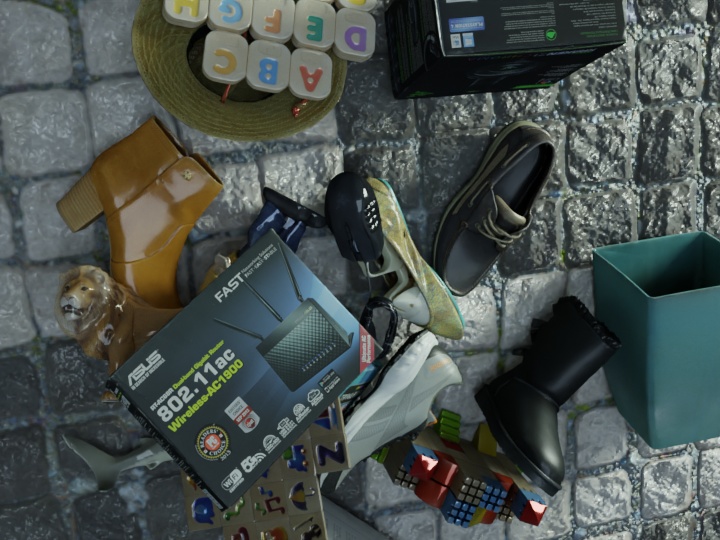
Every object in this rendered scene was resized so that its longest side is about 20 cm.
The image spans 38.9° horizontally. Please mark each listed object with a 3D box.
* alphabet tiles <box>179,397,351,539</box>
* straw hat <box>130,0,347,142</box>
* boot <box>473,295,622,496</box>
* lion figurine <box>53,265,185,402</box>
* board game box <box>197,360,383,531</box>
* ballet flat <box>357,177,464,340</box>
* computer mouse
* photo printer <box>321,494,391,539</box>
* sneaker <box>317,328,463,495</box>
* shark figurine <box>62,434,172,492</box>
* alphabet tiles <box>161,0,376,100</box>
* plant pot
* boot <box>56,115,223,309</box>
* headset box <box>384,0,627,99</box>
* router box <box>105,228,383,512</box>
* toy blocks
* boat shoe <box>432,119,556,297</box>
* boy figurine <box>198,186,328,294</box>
[{"bbox_3d":[-0.094,0.167,0.961,0.165,0.008,0.203,-11,85,9],"label":"alphabet tiles"},{"bbox_3d":[-0.119,-0.188,0.961,0.199,0.085,0.204,5,71,-15],"label":"straw hat"},{"bbox_3d":[0.209,0.124,1.071,0.073,0.199,0.163,41,99,-22],"label":"boot"},{"bbox_3d":[-0.185,0.061,0.949,0.197,0.072,0.124,3,80,-11],"label":"lion figurine"},{"bbox_3d":[-0.065,0.162,1.036,0.047,0.151,0.201,40,94,10],"label":"board game box"},{"bbox_3d":[0.038,0.001,1.059,0.070,0.071,0.201,-30,105,-3],"label":"ballet flat"},{"bbox_3d":[0.000,0.000,1.017,0.058,0.034,0.202,-3,110,25],"label":"computer mouse"},{"bbox_3d":[-0.022,0.334,1.087,0.199,0.167,0.069,36,114,-19],"label":"photo printer"},{"bbox_3d":[0.027,0.158,1.055,0.079,0.074,0.200,41,90,0],"label":"sneaker"},{"bbox_3d":[-0.187,0.156,1.061,0.212,0.128,0.090,-21,83,11],"label":"shark figurine"},{"bbox_3d":[-0.080,-0.256,0.941,0.198,0.015,0.198,9,70,-15],"label":"alphabet tiles"},{"bbox_3d":[0.346,0.082,1.122,0.140,0.141,0.202,-9,114,-10],"label":"plant pot"},{"bbox_3d":[-0.186,-0.035,0.993,0.143,0.071,0.202,-35,101,9],"label":"boot"},{"bbox_3d":[0.125,-0.228,0.959,0.172,0.200,0.094,-7,90,-12],"label":"headset box"},{"bbox_3d":[-0.100,0.085,0.895,0.150,0.062,0.200,46,70,1],"label":"router box"},{"bbox_3d":[0.109,0.228,1.101,0.198,0.137,0.101,22,99,-17],"label":"toy blocks"},{"bbox_3d":[0.139,-0.063,1.065,0.074,0.073,0.202,23,98,-17],"label":"boat shoe"},{"bbox_3d":[-0.113,0.017,1.015,0.201,0.064,0.124,-62,150,-1],"label":"boy figurine"}]
